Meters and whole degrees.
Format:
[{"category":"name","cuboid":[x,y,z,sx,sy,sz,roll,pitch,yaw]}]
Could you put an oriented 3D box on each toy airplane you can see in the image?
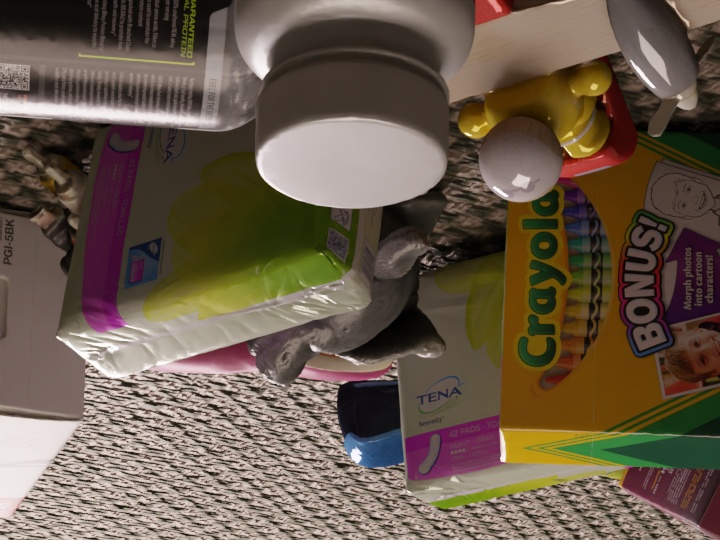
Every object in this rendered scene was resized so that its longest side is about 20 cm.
[{"category":"toy airplane","cuboid":[0.080,-0.108,1.232,0.197,0.142,0.200,7,154,-12]}]

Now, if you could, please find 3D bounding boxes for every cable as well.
[{"category":"cable","cuboid":[-0.143,-0.012,1.502,0.050,0.097,0.200,-42,145,14]}]

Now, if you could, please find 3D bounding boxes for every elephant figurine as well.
[{"category":"elephant figurine","cuboid":[0.000,0.000,1.500,0.199,0.155,0.142,6,120,-58]}]

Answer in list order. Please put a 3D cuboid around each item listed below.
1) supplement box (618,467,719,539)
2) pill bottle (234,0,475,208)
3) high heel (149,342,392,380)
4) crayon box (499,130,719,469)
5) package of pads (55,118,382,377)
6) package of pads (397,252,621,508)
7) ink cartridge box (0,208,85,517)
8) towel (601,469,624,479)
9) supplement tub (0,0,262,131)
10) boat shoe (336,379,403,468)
[{"category":"supplement box","cuboid":[0.266,0.148,1.615,0.110,0.086,0.200,27,178,-9]},{"category":"pill bottle","cuboid":[-0.002,-0.138,1.101,0.113,0.202,0.115,1,155,0]},{"category":"high heel","cuboid":[-0.080,0.056,1.648,0.198,0.068,0.096,10,143,-9]},{"category":"crayon box","cuboid":[0.172,0.015,1.406,0.171,0.202,0.058,2,154,4]},{"category":"package of pads","cuboid":[-0.076,-0.035,1.370,0.199,0.156,0.068,-15,140,30]},{"category":"package of pads","cuboid":[0.116,0.060,1.548,0.199,0.156,0.068,-16,157,30]},{"category":"ink cartridge box","cuboid":[-0.248,0.067,1.591,0.082,0.148,0.200,9,154,-19]},{"category":"towel","cuboid":[0.171,0.105,1.717,0.199,0.023,0.144,9,132,-42]},{"category":"supplement tub","cuboid":[-0.121,-0.136,1.199,0.198,0.124,0.123,5,154,-7]},{"category":"boat shoe","cuboid":[0.078,0.088,1.718,0.198,0.069,0.084,-5,146,-27]}]
